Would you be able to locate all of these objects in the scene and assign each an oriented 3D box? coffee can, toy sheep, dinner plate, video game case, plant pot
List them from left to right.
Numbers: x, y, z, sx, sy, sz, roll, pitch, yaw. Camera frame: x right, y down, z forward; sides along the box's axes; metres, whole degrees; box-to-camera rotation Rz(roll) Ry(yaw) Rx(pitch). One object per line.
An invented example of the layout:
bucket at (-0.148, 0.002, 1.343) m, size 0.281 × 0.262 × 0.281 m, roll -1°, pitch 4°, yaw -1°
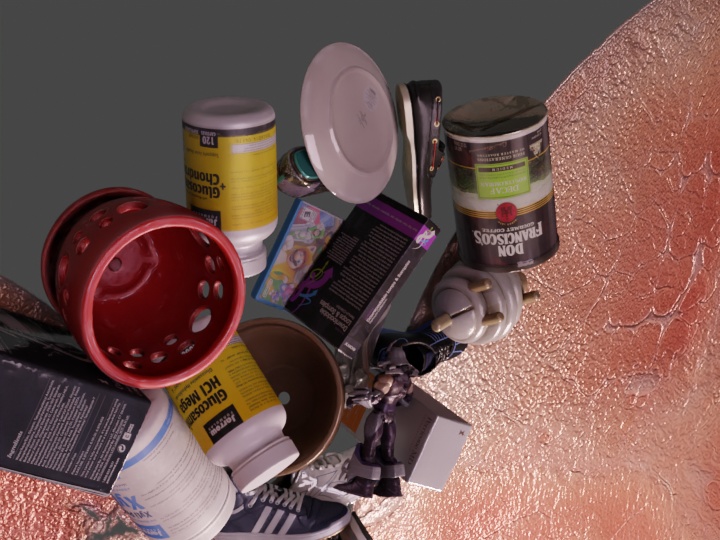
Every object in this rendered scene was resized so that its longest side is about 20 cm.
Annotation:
plant pot at (-0.254, 0.009, 1.322) m, size 0.198 × 0.182 × 0.203 m, roll -13°, pitch 115°, yaw -28°
plant pot at (-0.111, 0.165, 1.513) m, size 0.203 × 0.199 × 0.093 m, roll -59°, pitch 167°, yaw 1°
video game case at (-0.039, 0.003, 1.569) m, size 0.199 × 0.018 × 0.145 m, roll 23°, pitch 94°, yaw -38°
dinner plate at (-0.005, -0.186, 1.455) m, size 0.199 × 0.024 × 0.204 m, roll 9°, pitch 78°, yaw -53°
toy sheep at (0.169, 0.042, 1.651) m, size 0.198 × 0.137 × 0.140 m, roll -19°, pitch 119°, yaw -42°
coffee can at (0.194, -0.120, 1.597) m, size 0.145 × 0.146 × 0.203 m, roll -23°, pitch 120°, yaw -24°

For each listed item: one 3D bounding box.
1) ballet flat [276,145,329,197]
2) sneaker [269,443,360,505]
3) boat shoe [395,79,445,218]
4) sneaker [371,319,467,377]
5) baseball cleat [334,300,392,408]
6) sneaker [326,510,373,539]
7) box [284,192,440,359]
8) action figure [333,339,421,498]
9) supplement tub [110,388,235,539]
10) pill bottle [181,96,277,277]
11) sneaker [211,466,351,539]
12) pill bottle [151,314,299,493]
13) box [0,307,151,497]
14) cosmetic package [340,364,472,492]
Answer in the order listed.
ballet flat at (-0.044, -0.131, 1.479) m, size 0.199 × 0.071 × 0.073 m, roll -16°, pitch 119°, yaw -53°
sneaker at (-0.060, 0.298, 1.643) m, size 0.198 × 0.074 × 0.088 m, roll -30°, pitch 118°, yaw -21°
boat shoe at (0.085, -0.155, 1.544) m, size 0.062 × 0.074 × 0.204 m, roll -9°, pitch 118°, yaw -10°
sneaker at (0.093, 0.117, 1.659) m, size 0.198 × 0.078 × 0.071 m, roll -5°, pitch 115°, yaw -39°
baseball cleat at (-0.011, 0.091, 1.576) m, size 0.069 × 0.106 × 0.203 m, roll 20°, pitch 70°, yaw -8°
sneaker at (-0.050, 0.392, 1.620) m, size 0.120 × 0.200 × 0.084 m, roll -34°, pitch 92°, yaw -15°
box at (0.000, 0.000, 1.494) m, size 0.036 × 0.143 × 0.201 m, roll 39°, pitch 86°, yaw -39°
action figure at (0.026, 0.189, 1.493) m, size 0.129 × 0.069 × 0.203 m, roll 14°, pitch 86°, yaw -51°
supplement tub at (-0.256, 0.244, 1.449) m, size 0.132 × 0.132 × 0.201 m, roll -40°, pitch 125°, yaw -14°
pill bottle at (-0.155, -0.099, 1.390) m, size 0.111 × 0.112 × 0.203 m, roll -13°, pitch 115°, yaw -29°
sneaker at (-0.115, 0.307, 1.561) m, size 0.197 × 0.070 × 0.110 m, roll -6°, pitch 105°, yaw 8°
pill bottle at (-0.162, 0.163, 1.419) m, size 0.112 × 0.201 × 0.113 m, roll -32°, pitch 167°, yaw -9°
box at (-0.370, 0.135, 1.285) m, size 0.195 × 0.199 × 0.125 m, roll 23°, pitch 94°, yaw -38°
cosmetic package at (0.054, 0.210, 1.600) m, size 0.071 × 0.199 × 0.103 m, roll 21°, pitch 96°, yaw -37°
